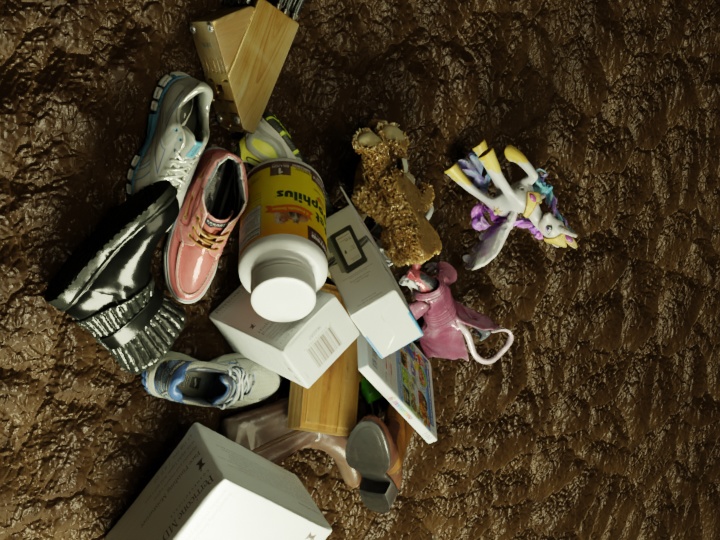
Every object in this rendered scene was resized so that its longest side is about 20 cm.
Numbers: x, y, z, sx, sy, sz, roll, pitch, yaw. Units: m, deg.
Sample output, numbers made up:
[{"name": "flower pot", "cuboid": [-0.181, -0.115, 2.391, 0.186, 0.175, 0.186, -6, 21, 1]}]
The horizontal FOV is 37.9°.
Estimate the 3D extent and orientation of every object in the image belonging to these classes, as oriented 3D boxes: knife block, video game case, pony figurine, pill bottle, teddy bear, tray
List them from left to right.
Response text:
[{"name": "knife block", "cuboid": [-0.120, -0.296, 1.332, 0.174, 0.064, 0.202, -28, 115, -29]}, {"name": "pill bottle", "cuboid": [-0.095, -0.037, 1.284, 0.109, 0.109, 0.202, 40, 31, -36]}, {"name": "tray", "cuboid": [-0.045, 0.123, 1.458, 0.098, 0.037, 0.203, 15, 72, -38]}, {"name": "teddy bear", "cuboid": [0.043, -0.104, 1.427, 0.202, 0.066, 0.145, 62, 38, -17]}, {"name": "video game case", "cuboid": [0.052, 0.136, 1.490, 0.200, 0.018, 0.144, 49, 27, -39]}, {"name": "pony figurine", "cuboid": [0.220, -0.098, 1.580, 0.200, 0.193, 0.167, 48, 66, -14]}]

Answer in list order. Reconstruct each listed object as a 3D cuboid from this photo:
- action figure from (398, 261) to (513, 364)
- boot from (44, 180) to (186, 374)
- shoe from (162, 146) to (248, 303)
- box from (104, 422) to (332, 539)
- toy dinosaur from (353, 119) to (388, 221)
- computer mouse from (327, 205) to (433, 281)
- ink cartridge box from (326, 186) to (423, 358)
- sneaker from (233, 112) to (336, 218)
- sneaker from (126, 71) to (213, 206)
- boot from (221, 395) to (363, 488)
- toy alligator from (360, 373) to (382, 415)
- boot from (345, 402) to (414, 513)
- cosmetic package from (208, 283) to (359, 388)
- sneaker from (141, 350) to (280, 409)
[{"name": "action figure", "cuboid": [0.114, 0.064, 1.546, 0.134, 0.148, 0.201, -48, 138, -12]}, {"name": "boot", "cuboid": [-0.257, 0.009, 1.263, 0.211, 0.080, 0.158, -44, 120, 5]}, {"name": "shoe", "cuboid": [-0.193, -0.053, 1.297, 0.071, 0.091, 0.203, 14, 94, -21]}, {"name": "box", "cuboid": [-0.182, 0.339, 1.344, 0.199, 0.131, 0.200, 36, 94, -37]}, {"name": "toy dinosaur", "cuboid": [0.012, -0.112, 1.490, 0.105, 0.060, 0.203, 12, 93, -26]}, {"name": "computer mouse", "cuboid": [0.040, -0.031, 1.500, 0.200, 0.109, 0.044, -47, 143, -30]}, {"name": "ink cartridge box", "cuboid": [0.000, 0.000, 1.368, 0.067, 0.201, 0.116, -29, 141, 4]}, {"name": "sneaker", "cuboid": [-0.097, -0.117, 1.396, 0.076, 0.076, 0.201, -34, 122, 3]}, {"name": "sneaker", "cuboid": [-0.225, -0.140, 1.271, 0.074, 0.086, 0.203, 8, 96, -40]}, {"name": "boot", "cuboid": [-0.095, 0.259, 1.467, 0.199, 0.064, 0.189, -25, 101, -35]}, {"name": "toy alligator", "cuboid": [0.020, 0.152, 1.540, 0.059, 0.054, 0.203, -18, 110, -33]}, {"name": "boot", "cuboid": [0.049, 0.214, 1.503, 0.201, 0.068, 0.190, -64, 148, -42]}, {"name": "cosmetic package", "cuboid": [-0.101, 0.069, 1.336, 0.102, 0.199, 0.074, -45, 122, -20]}, {"name": "sneaker", "cuboid": [-0.181, 0.152, 1.365, 0.198, 0.085, 0.078, 5, 97, -39]}]
